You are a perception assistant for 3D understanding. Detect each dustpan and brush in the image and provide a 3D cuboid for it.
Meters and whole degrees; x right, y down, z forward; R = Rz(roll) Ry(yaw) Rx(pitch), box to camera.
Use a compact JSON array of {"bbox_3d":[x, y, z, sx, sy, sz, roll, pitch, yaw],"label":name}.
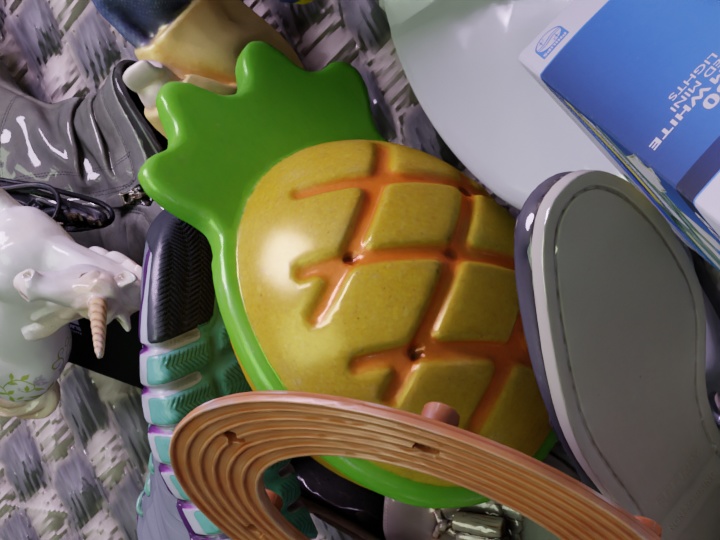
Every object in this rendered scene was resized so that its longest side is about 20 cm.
[{"bbox_3d":[0.097,-0.036,0.827,0.139,0.057,0.201,-23,76,32],"label":"dustpan and brush"}]

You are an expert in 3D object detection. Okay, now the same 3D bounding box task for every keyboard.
[{"bbox_3d":[-0.133,-0.004,1.011,0.199,0.040,0.104,18,141,26],"label":"keyboard"}]

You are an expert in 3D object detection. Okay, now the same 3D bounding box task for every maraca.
[{"bbox_3d":[0.000,0.000,0.856,0.200,0.137,0.107,53,139,8],"label":"maraca"}]

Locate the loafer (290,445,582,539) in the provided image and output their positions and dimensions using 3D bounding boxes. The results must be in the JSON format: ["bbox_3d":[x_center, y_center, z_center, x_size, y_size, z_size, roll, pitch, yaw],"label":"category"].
[{"bbox_3d":[0.015,0.091,0.917,0.199,0.063,0.072,19,111,41],"label":"loafer"}]

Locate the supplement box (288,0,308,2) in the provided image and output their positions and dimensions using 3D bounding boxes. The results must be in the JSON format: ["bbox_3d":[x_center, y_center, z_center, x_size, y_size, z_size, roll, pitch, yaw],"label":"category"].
[{"bbox_3d":[-0.046,-0.216,0.856,0.109,0.108,0.201,-22,75,45],"label":"supplement box"}]

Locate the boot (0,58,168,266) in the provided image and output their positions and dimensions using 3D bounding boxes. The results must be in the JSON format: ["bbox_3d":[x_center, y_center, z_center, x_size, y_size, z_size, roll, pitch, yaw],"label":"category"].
[{"bbox_3d":[-0.139,-0.067,1.044,0.130,0.068,0.201,-30,86,39],"label":"boot"}]

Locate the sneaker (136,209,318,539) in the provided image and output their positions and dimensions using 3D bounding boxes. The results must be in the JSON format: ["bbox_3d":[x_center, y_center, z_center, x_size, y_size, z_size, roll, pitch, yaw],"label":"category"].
[{"bbox_3d":[-0.070,0.074,0.907,0.087,0.074,0.201,-7,94,47],"label":"sneaker"}]

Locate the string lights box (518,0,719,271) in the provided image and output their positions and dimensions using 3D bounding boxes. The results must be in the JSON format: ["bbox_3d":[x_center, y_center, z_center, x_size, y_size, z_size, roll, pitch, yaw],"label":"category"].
[{"bbox_3d":[0.127,-0.028,0.686,0.059,0.103,0.200,-44,22,4],"label":"string lights box"}]

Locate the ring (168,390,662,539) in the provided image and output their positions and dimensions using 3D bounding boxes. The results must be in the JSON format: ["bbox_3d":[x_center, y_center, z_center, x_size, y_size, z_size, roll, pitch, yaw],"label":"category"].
[{"bbox_3d":[0.027,0.091,0.798,0.200,0.200,0.019,-8,50,45],"label":"ring"}]

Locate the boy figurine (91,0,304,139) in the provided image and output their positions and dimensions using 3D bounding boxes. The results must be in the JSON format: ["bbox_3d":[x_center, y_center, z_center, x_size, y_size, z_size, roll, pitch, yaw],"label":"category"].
[{"bbox_3d":[-0.064,-0.080,0.932,0.064,0.124,0.201,-27,108,19],"label":"boy figurine"}]

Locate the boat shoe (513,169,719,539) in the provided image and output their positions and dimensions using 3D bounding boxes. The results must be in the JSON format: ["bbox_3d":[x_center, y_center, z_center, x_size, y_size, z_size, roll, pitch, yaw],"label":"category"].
[{"bbox_3d":[0.085,0.045,0.789,0.063,0.073,0.201,20,145,46],"label":"boat shoe"}]

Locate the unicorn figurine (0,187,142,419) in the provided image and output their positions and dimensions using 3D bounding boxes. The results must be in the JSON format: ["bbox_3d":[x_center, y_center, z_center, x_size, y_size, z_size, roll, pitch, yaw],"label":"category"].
[{"bbox_3d":[-0.153,0.009,0.956,0.137,0.074,0.200,24,159,4],"label":"unicorn figurine"}]
